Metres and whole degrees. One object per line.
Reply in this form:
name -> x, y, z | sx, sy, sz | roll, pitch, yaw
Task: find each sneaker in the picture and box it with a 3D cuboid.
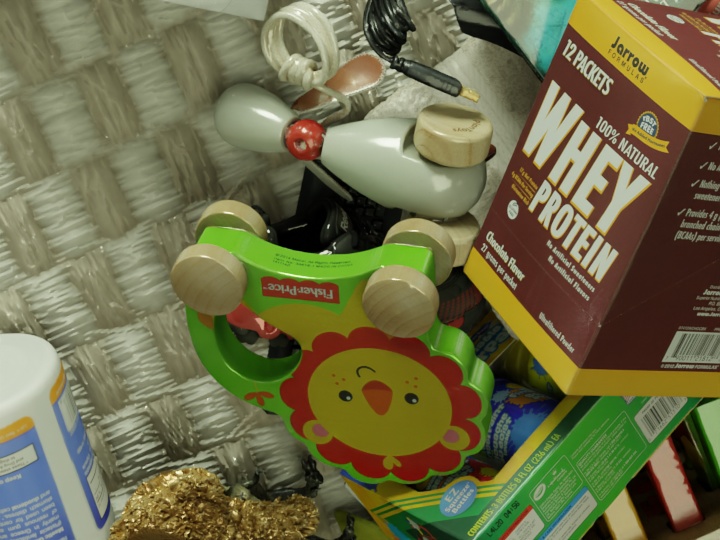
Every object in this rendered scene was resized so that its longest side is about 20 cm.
sneaker -> 0.000, 0.000, 1.157 | 0.199, 0.071, 0.099 | 3, 118, -20

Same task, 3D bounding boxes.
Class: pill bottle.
pill bottle -> -0.236, 0.155, 1.175 | 0.111, 0.112, 0.201 | -16, 118, -5

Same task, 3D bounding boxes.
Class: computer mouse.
computer mouse -> 0.090, -0.161, 1.079 | 0.199, 0.141, 0.046 | 22, 141, -23

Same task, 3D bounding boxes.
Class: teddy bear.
teddy bear -> -0.093, 0.199, 1.222 | 0.199, 0.067, 0.145 | 24, 139, -25

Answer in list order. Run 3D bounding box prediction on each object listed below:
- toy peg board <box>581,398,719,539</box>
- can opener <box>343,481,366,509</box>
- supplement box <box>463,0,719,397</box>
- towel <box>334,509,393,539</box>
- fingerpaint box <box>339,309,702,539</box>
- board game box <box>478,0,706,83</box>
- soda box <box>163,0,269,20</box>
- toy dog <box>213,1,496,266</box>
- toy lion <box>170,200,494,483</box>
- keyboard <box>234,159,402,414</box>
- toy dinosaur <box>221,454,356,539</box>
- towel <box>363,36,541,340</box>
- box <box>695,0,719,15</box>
toy peg board -> 0.191, 0.145, 1.235 | 0.198, 0.200, 0.098 | -24, 102, 0
can opener -> 0.058, 0.208, 1.301 | 0.053, 0.067, 0.200 | -37, 123, 5
supplement box -> 0.204, -0.042, 1.035 | 0.196, 0.133, 0.201 | 3, 122, -32
towel -> 0.060, 0.234, 1.247 | 0.018, 0.199, 0.087 | -37, 121, -28
fingerpaint box -> 0.108, 0.114, 1.167 | 0.200, 0.166, 0.074 | -45, 119, -16
board game box -> 0.164, -0.213, 1.037 | 0.200, 0.028, 0.136 | -40, 100, 3
soda box -> -0.151, -0.211, 1.038 | 0.198, 0.068, 0.064 | 9, 114, -18
toy dog -> 0.012, -0.088, 1.106 | 0.200, 0.096, 0.132 | 39, 124, 9
toy lion -> -0.013, 0.057, 1.089 | 0.198, 0.069, 0.193 | 7, 128, 12
keyboard -> -0.042, 0.015, 1.203 | 0.126, 0.021, 0.202 | 5, 114, -16
toy dinosaur -> -0.053, 0.195, 1.277 | 0.088, 0.048, 0.200 | -31, 120, 20
towel -> 0.107, -0.062, 1.157 | 0.132, 0.034, 0.201 | -36, 96, 6
box -> 0.250, -0.168, 1.138 | 0.102, 0.095, 0.201 | 29, 106, -25
